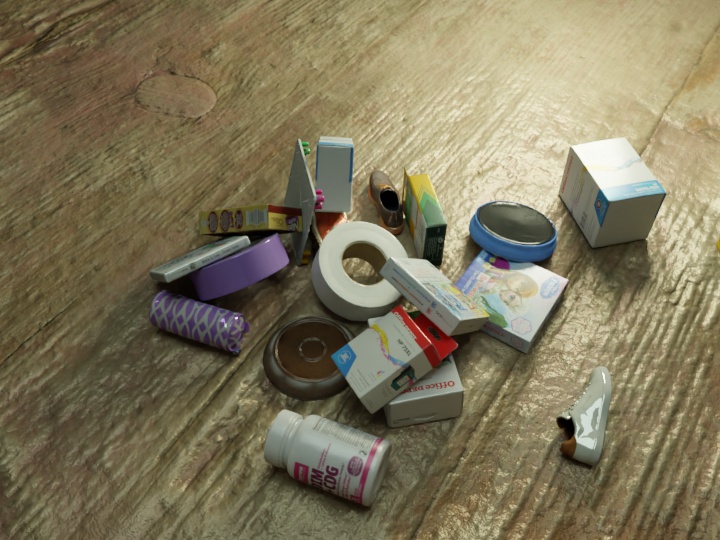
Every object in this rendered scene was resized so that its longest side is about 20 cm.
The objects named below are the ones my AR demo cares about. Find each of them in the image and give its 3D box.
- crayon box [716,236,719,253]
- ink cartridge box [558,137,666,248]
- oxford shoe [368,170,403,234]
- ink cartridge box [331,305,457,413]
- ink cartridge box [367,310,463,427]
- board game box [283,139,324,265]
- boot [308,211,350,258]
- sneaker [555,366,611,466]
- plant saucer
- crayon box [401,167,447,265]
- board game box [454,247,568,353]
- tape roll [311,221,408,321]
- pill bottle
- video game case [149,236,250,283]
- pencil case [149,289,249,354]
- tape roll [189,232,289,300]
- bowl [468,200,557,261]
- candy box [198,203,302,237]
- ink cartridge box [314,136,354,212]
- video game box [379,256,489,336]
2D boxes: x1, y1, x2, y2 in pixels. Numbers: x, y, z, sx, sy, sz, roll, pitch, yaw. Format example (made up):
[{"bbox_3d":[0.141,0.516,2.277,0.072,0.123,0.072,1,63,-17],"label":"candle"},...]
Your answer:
[{"bbox_3d":[0.905,-0.012,1.628,0.198,0.059,0.174,3,48,2],"label":"crayon box"},{"bbox_3d":[0.570,-0.181,1.716,0.143,0.148,0.201,-10,49,-10],"label":"ink cartridge box"},{"bbox_3d":[0.064,-0.179,1.757,0.071,0.073,0.201,-11,49,-10],"label":"oxford shoe"},{"bbox_3d":[0.062,0.147,1.344,0.199,0.067,0.116,-37,47,-5],"label":"ink cartridge box"},{"bbox_3d":[0.102,0.182,1.425,0.143,0.084,0.201,-9,49,-6],"label":"ink cartridge box"},{"bbox_3d":[-0.127,-0.150,1.648,0.026,0.201,0.201,0,46,-19],"label":"board game box"},{"bbox_3d":[-0.063,-0.080,1.671,0.106,0.075,0.201,-5,47,-12],"label":"boot"},{"bbox_3d":[0.409,0.253,1.375,0.084,0.073,0.201,16,51,10],"label":"sneaker"},{"bbox_3d":[-0.095,0.163,1.479,0.198,0.032,0.201,1,49,-1],"label":"plant saucer"},{"bbox_3d":[0.140,-0.124,1.674,0.051,0.126,0.201,-8,49,-8],"label":"crayon box"},{"bbox_3d":[0.306,0.052,1.574,0.198,0.041,0.200,26,53,21],"label":"board game box"},{"bbox_3d":[0.000,0.000,1.556,0.200,0.071,0.204,8,61,-14],"label":"tape roll"},{"bbox_3d":[-0.057,0.317,1.285,0.198,0.114,0.114,16,50,15],"label":"pill bottle"},{"bbox_3d":[-0.335,-0.025,1.539,0.181,0.024,0.200,-27,12,-21],"label":"video game case"},{"bbox_3d":[-0.323,0.098,1.500,0.198,0.085,0.086,17,24,13],"label":"pencil case"},{"bbox_3d":[-0.249,-0.010,1.532,0.199,0.066,0.200,-22,10,4],"label":"tape roll"},{"bbox_3d":[0.344,-0.093,1.676,0.199,0.040,0.201,6,35,-5],"label":"bowl"},{"bbox_3d":[-0.237,-0.105,1.609,0.198,0.057,0.116,-4,-3,33],"label":"candy box"},{"bbox_3d":[-0.059,-0.221,1.691,0.083,0.147,0.200,2,15,-2],"label":"ink cartridge box"},{"bbox_3d":[0.147,0.048,1.447,0.182,0.047,0.200,40,15,21],"label":"video game box"}]
